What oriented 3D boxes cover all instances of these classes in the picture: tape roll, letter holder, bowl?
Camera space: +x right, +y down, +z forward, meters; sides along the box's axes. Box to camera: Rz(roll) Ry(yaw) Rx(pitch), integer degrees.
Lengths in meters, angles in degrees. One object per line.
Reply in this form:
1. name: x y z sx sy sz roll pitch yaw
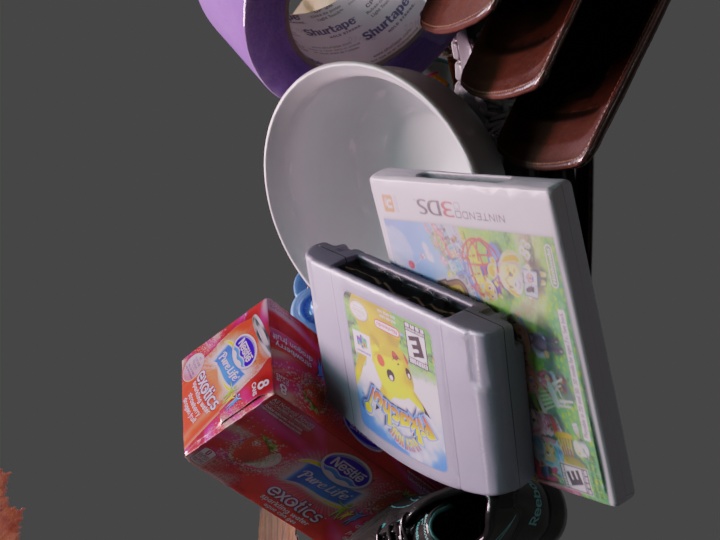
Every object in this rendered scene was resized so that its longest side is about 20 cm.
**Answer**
1. tape roll: -0.013 -0.219 1.026 0.085 0.198 0.201 50 142 39
2. letter holder: 0.100 -0.147 0.921 0.143 0.100 0.200 -65 12 3
3. bowl: 0.033 -0.060 1.022 0.200 0.090 0.203 20 124 33

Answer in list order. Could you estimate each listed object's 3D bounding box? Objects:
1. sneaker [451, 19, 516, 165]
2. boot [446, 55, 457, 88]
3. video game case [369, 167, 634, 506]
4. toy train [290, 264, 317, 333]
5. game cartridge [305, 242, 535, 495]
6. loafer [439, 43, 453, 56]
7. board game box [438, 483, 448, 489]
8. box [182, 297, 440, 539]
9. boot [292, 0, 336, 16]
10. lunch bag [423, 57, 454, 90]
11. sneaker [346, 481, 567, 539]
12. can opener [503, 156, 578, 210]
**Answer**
1. sneaker: 0.112 -0.132 1.089 0.116 0.074 0.202 -116 24 -53
2. boot: 0.094 -0.242 1.207 0.189 0.068 0.201 114 154 -46
3. video game case: 0.085 0.037 0.913 0.181 0.022 0.202 10 119 56
4. toy train: 0.000 0.000 1.200 0.087 0.113 0.202 90 179 -59
5. game cartridge: 0.035 0.067 0.959 0.199 0.040 0.135 24 133 50
6. loafer: 0.097 -0.257 1.112 0.201 0.075 0.069 -63 38 32
7. board game box: 0.092 0.075 1.138 0.196 0.055 0.202 -127 41 -74
8. box: -0.035 0.126 1.098 0.095 0.200 0.100 -35 37 22
9. boot: 0.030 -0.212 1.219 0.073 0.199 0.157 14 -78 -58
10. lunch bag: 0.015 -0.098 1.316 0.077 0.158 0.203 104 167 -83
11. sneaker: 0.046 0.184 1.022 0.199 0.079 0.076 -30 63 32
12. can opener: 0.122 0.010 0.998 0.067 0.053 0.202 119 153 -61
